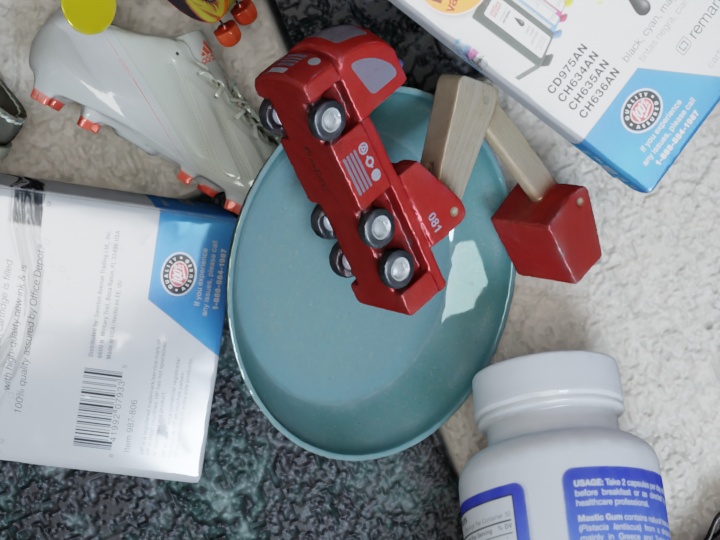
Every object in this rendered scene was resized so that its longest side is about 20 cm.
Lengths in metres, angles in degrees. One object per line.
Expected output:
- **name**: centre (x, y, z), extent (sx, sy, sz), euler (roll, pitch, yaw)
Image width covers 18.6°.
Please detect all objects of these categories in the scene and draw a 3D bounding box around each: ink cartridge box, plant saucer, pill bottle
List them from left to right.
- **ink cartridge box**: centre (-0.177, 0.025, 1.185), extent (0.198, 0.084, 0.146), euler (8, 97, -12)
- **plant saucer**: centre (0.000, 0.000, 1.180), extent (0.199, 0.036, 0.202), euler (-8, 103, -38)
- **ink cartridge box**: centre (0.107, -0.161, 1.146), extent (0.199, 0.145, 0.148), euler (37, 96, -4)
- **pill bottle**: centre (0.112, 0.150, 1.177), extent (0.111, 0.112, 0.202), euler (-6, 71, 1)

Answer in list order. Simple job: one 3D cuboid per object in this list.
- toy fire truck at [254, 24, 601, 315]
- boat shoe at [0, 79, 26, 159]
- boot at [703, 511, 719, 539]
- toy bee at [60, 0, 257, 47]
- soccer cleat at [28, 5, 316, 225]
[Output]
- **toy fire truck**: centre (0.039, -0.054, 1.147), extent (0.141, 0.049, 0.201), euler (-41, 120, -27)
- **boat shoe**: centre (-0.250, -0.147, 1.189), extent (0.060, 0.072, 0.202), euler (-44, 91, 10)
- **boot**: centre (0.190, 0.251, 1.232), extent (0.173, 0.069, 0.201), euler (-26, 94, 4)
- **toy bee**: centre (-0.103, -0.166, 1.163), extent (0.131, 0.200, 0.109), euler (-36, 137, -16)
- **soccer cleat**: centre (-0.087, -0.086, 1.198), extent (0.199, 0.069, 0.078), euler (29, 92, 0)
